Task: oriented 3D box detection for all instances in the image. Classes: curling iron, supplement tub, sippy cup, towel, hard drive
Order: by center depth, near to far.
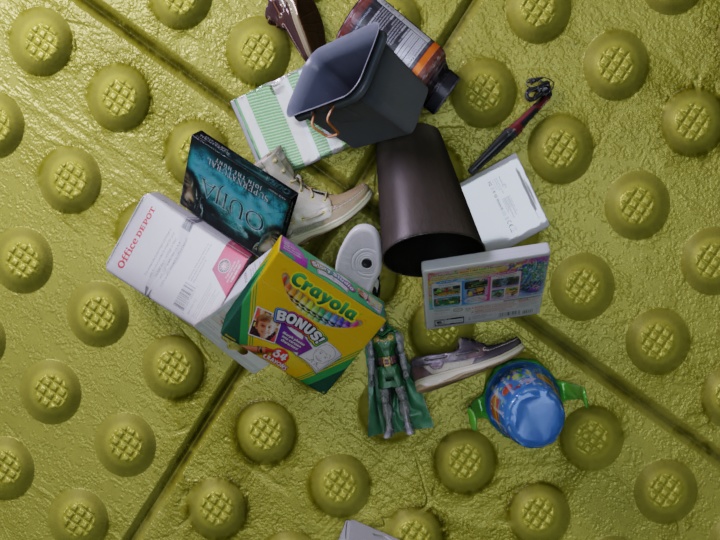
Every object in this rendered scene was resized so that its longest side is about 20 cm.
[{"bbox_3d":[0.062,-0.339,1.210,0.199,0.107,0.108,39,95,-2],"label":"supplement tub"},{"bbox_3d":[0.272,0.223,1.239,0.139,0.130,0.178,43,94,-3],"label":"sippy cup"},{"bbox_3d":[0.244,-0.237,1.252,0.049,0.026,0.201,39,94,-9],"label":"curling iron"},{"bbox_3d":[-0.099,-0.253,1.264,0.196,0.023,0.156,-24,95,2],"label":"towel"},{"bbox_3d":[0.198,-0.087,1.267,0.197,0.026,0.134,-28,93,4],"label":"hard drive"}]

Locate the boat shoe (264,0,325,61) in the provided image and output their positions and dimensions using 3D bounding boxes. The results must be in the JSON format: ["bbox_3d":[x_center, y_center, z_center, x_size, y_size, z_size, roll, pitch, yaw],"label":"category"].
[{"bbox_3d":[-0.120,-0.425,1.234,0.071,0.072,0.204,-21,98,33],"label":"boat shoe"}]

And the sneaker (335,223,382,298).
[{"bbox_3d":[0.000,0.000,1.229,0.071,0.113,0.205,7,119,3],"label":"sneaker"}]

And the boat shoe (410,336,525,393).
[{"bbox_3d":[0.176,0.143,1.264,0.195,0.072,0.066,-20,78,-3],"label":"boat shoe"}]

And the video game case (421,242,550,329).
[{"bbox_3d":[0.196,0.029,1.213,0.194,0.184,0.024,-8,56,2],"label":"video game case"}]

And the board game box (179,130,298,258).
[{"bbox_3d":[-0.198,-0.115,1.219,0.198,0.028,0.137,33,128,14],"label":"board game box"}]

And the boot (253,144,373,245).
[{"bbox_3d":[-0.092,-0.134,1.237,0.196,0.072,0.157,-26,104,8],"label":"boot"}]

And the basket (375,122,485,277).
[{"bbox_3d":[0.095,-0.112,1.185,0.177,0.135,0.205,9,59,-35],"label":"basket"}]

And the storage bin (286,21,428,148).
[{"bbox_3d":[-0.001,-0.255,1.150,0.133,0.198,0.149,31,71,-31],"label":"storage bin"}]

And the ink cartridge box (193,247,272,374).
[{"bbox_3d":[-0.150,0.066,1.247,0.198,0.048,0.160,-34,128,14],"label":"ink cartridge box"}]

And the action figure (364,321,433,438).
[{"bbox_3d":[0.049,0.175,1.282,0.115,0.055,0.206,-11,90,5],"label":"action figure"}]

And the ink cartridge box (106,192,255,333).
[{"bbox_3d":[-0.294,-0.016,1.258,0.197,0.083,0.148,32,95,-2],"label":"ink cartridge box"}]

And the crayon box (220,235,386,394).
[{"bbox_3d":[-0.087,0.073,1.170,0.198,0.059,0.173,32,116,-16],"label":"crayon box"}]

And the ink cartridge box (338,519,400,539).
[{"bbox_3d":[0.003,0.556,1.298,0.143,0.083,0.205,21,96,0],"label":"ink cartridge box"}]
